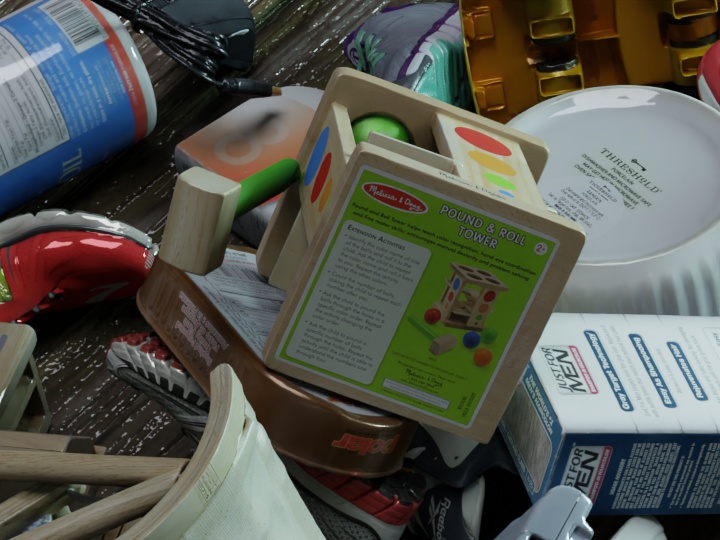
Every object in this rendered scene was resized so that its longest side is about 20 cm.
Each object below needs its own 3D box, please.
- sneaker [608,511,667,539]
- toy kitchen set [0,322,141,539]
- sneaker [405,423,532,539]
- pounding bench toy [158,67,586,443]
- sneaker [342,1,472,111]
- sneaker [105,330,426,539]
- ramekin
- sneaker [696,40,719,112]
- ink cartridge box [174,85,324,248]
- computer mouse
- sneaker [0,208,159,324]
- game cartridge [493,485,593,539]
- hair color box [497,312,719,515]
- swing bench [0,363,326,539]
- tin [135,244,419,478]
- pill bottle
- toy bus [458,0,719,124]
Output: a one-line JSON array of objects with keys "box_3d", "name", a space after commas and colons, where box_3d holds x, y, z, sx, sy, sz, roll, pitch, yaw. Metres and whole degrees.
[{"box_3d": [0.120, 0.206, 1.428, 0.085, 0.073, 0.200, 38, 46, 2], "name": "sneaker"}, {"box_3d": [-0.155, 0.093, 1.521, 0.200, 0.163, 0.181, 4, 44, 16], "name": "toy kitchen set"}, {"box_3d": [0.024, 0.111, 1.525, 0.199, 0.080, 0.130, -1, 33, -4], "name": "sneaker"}, {"box_3d": [-0.008, -0.026, 1.462, 0.200, 0.124, 0.156, 20, 19, -13], "name": "pounding bench toy"}, {"box_3d": [0.023, -0.119, 1.756, 0.087, 0.075, 0.200, 3, 20, 16], "name": "sneaker"}, {"box_3d": [-0.064, 0.097, 1.497, 0.200, 0.082, 0.078, 35, 20, 27], "name": "sneaker"}, {"box_3d": [0.148, -0.017, 1.624, 0.200, 0.105, 0.200, -6, 42, 5], "name": "ramekin"}, {"box_3d": [0.278, -0.097, 1.606, 0.200, 0.116, 0.078, 38, 60, 25], "name": "sneaker"}, {"box_3d": [0.011, -0.076, 1.761, 0.200, 0.050, 0.162, -36, 48, -22], "name": "ink cartridge box"}, {"box_3d": [-0.092, -0.154, 1.790, 0.140, 0.200, 0.046, 36, 99, 21], "name": "computer mouse"}, {"box_3d": [-0.214, 0.022, 1.694, 0.200, 0.077, 0.085, -10, 52, 11], "name": "sneaker"}, {"box_3d": [0.041, 0.205, 1.384, 0.040, 0.133, 0.200, 33, 52, 0], "name": "game cartridge"}, {"box_3d": [0.177, 0.076, 1.497, 0.200, 0.061, 0.100, 2, 36, -19], "name": "hair color box"}, {"box_3d": [-0.114, 0.173, 1.369, 0.200, 0.199, 0.130, -13, 40, 19], "name": "swing bench"}, {"box_3d": [-0.044, 0.041, 1.487, 0.112, 0.042, 0.200, 6, 26, -35], "name": "tin"}, {"box_3d": [-0.239, -0.091, 1.782, 0.200, 0.112, 0.112, -30, 45, -20], "name": "pill bottle"}, {"box_3d": [0.160, -0.165, 1.774, 0.200, 0.136, 0.192, -10, 21, 2], "name": "toy bus"}]
